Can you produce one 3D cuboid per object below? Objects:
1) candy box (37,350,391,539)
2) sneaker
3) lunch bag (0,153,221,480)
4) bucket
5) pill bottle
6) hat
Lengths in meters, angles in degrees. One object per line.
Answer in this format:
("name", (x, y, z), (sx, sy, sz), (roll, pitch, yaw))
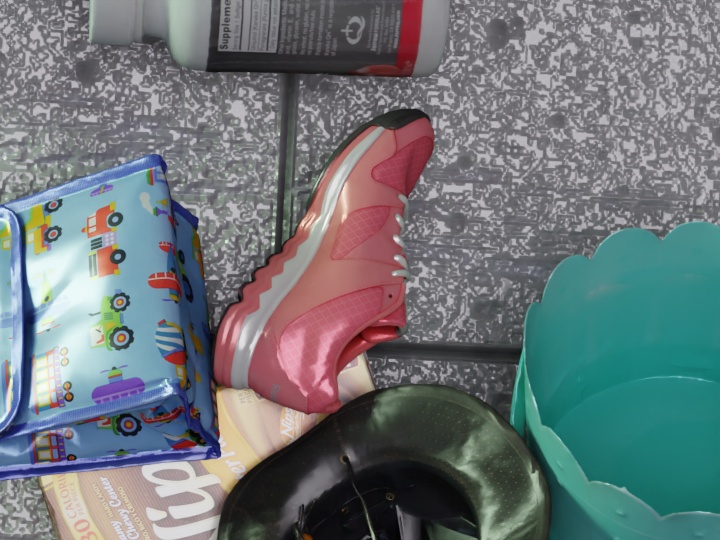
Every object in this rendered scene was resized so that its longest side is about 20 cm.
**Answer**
("candy box", (-0.078, 0.124, 1.645), (0.200, 0.055, 0.116), (-19, 92, -7))
("sneaker", (0.000, 0.000, 1.624), (0.087, 0.074, 0.200), (28, 69, 15))
("lunch bag", (-0.189, 0.038, 1.601), (0.200, 0.094, 0.151), (-12, 62, 8))
("bucket", (0.183, 0.091, 1.594), (0.207, 0.135, 0.207), (0, 51, 0))
("pill bottle", (-0.053, -0.166, 1.623), (0.200, 0.111, 0.111), (2, 89, -6))
("hat", (0.021, 0.166, 1.577), (0.200, 0.081, 0.201), (-11, 60, 20))
